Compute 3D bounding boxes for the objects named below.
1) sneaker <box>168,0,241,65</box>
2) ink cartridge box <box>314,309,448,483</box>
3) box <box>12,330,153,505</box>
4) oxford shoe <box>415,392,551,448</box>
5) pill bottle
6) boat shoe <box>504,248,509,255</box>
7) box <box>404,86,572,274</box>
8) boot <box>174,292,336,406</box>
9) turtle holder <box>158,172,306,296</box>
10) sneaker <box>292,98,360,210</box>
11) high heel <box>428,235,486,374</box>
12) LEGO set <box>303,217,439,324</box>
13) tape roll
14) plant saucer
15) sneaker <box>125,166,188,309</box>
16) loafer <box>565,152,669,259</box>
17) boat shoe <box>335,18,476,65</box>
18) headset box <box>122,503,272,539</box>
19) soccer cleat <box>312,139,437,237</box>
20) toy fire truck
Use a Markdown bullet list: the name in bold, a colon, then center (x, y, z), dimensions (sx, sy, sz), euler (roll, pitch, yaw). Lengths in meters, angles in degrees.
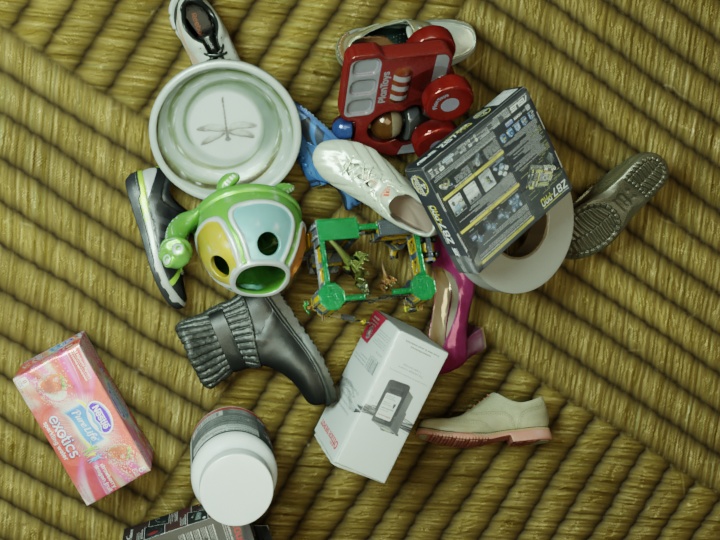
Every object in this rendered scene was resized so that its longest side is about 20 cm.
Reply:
- **sneaker**: center (-0.194, -0.276, 1.471), dimensions (0.073, 0.080, 0.201), euler (-32, 103, -6)
- **ink cartridge box**: center (0.025, 0.172, 1.535), dimensions (0.083, 0.145, 0.201), euler (25, 93, -16)
- **box**: center (-0.370, 0.197, 1.500), dimensions (0.102, 0.095, 0.201), euler (-27, 101, -5)
- **oxford shoe**: center (0.177, 0.217, 1.617), dimensions (0.198, 0.071, 0.075), euler (1, 73, -9)
- **pill bottle**: center (-0.170, 0.262, 1.488), dimensions (0.115, 0.200, 0.117), euler (-1, 99, -9)
- **boat shoe**: center (0.161, -0.100, 1.555), dimensions (0.075, 0.074, 0.202), euler (-22, 101, -5)
- **box**: center (0.171, -0.118, 1.439), dimensions (0.200, 0.049, 0.162), euler (-40, 111, -24)
- **boot**: center (-0.143, 0.128, 1.533), dimensions (0.157, 0.079, 0.212), euler (-33, 91, -10)
- **turtle holder**: center (-0.156, -0.042, 1.447), dimensions (0.185, 0.133, 0.141), euler (23, 128, -40)
- **sneaker**: center (-0.066, -0.164, 1.514), dimensions (0.200, 0.066, 0.079), euler (41, 93, -12)
- **high heel**: center (0.112, 0.045, 1.566), dimensions (0.095, 0.067, 0.202), euler (-25, 115, -26)
- **LEGO set**: center (0.000, 0.000, 1.518), dimensions (0.198, 0.116, 0.155), euler (-14, 80, -21)
- **tape roll**: center (0.206, -0.070, 1.515), dimensions (0.201, 0.037, 0.205), euler (-2, 94, -32)
- **plant saucer**: center (-0.177, -0.188, 1.463), dimensions (0.198, 0.050, 0.202), euler (-3, 121, -5)
- **sneaker**: center (-0.253, -0.049, 1.497), dimensions (0.082, 0.072, 0.202), euler (-17, 101, -9)
- **loafer**: center (0.356, -0.093, 1.595), dimensions (0.200, 0.067, 0.076), euler (-39, 99, 14)
- **boat shoe**: center (0.068, -0.305, 1.514), dimensions (0.198, 0.068, 0.076), euler (-10, 97, -9)
- **headset box**: center (-0.218, 0.411, 1.565), dimensions (0.198, 0.075, 0.150), euler (-17, 100, -6)
- **soccer cleat**: center (0.025, -0.109, 1.455), dimensions (0.199, 0.078, 0.070), euler (31, 108, 0)
- **toy fire truck**: center (0.047, -0.225, 1.459), dimensions (0.166, 0.201, 0.113), euler (-7, 58, -14)
